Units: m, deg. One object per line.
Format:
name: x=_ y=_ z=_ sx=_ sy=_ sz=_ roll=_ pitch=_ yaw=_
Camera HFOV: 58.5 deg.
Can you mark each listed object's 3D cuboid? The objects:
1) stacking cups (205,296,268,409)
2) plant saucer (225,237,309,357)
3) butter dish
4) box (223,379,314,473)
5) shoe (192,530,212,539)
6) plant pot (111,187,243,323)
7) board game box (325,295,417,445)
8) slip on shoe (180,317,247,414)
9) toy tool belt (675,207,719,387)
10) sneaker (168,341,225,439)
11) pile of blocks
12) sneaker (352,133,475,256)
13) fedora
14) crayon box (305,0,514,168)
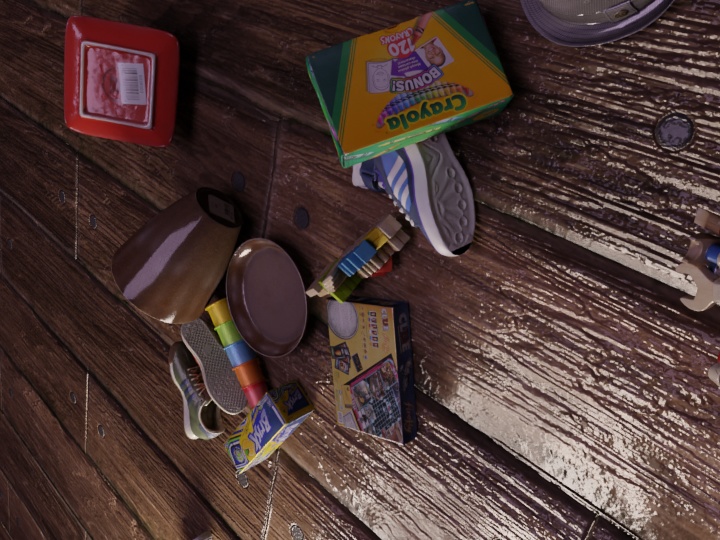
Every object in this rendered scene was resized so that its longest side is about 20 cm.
stacking cups: x=-0.211 y=0.146 z=1.144 sx=0.060 sy=0.060 sz=0.201 roll=-32 pitch=80 yaw=43
plant saucer: x=-0.151 y=0.044 z=1.073 sx=0.200 sy=0.032 sz=0.201 roll=10 pitch=106 yaw=38
butter dish: x=-0.412 y=-0.342 z=1.163 sx=0.199 sy=0.148 sz=0.201 roll=11 pitch=111 yaw=-1
box: x=-0.163 y=0.273 z=1.119 sx=0.064 sy=0.070 sz=0.200 roll=53 pitch=131 yaw=17
shoe: x=-0.347 y=0.642 z=1.392 sx=0.091 sy=0.071 sz=0.200 roll=51 pitch=135 yaw=20
plant pot: x=-0.296 y=-0.042 z=1.114 sx=0.200 sy=0.187 sz=0.187 roll=-45 pitch=69 yaw=25
board game box: x=0.015 y=0.141 z=0.941 sx=0.135 sy=0.035 sz=0.201 roll=5 pitch=104 yaw=43
slip on shoe: x=-0.273 y=0.179 z=1.214 sx=0.200 sy=0.074 sz=0.061 roll=56 pitch=166 yaw=10
toy tool belt: x=0.341 y=-0.004 z=0.555 sx=0.123 sy=0.124 sz=0.201 roll=-120 pitch=41 yaw=-60
sneaker: x=-0.311 y=0.235 z=1.262 sx=0.090 sy=0.067 sz=0.201 roll=-6 pitch=96 yaw=37
pile of blocks: x=0.000 y=0.000 z=0.890 sx=0.062 sy=0.082 sz=0.200 roll=42 pitch=136 yaw=-9
sneaker: x=0.057 y=-0.106 z=0.820 sx=0.146 sy=0.080 sz=0.201 roll=-14 pitch=97 yaw=56
fedora: x=0.213 y=-0.307 z=0.601 sx=0.200 sy=0.090 sz=0.178 roll=5 pitch=103 yaw=43
crayon box: x=0.053 y=-0.206 z=0.716 sx=0.058 sy=0.199 sz=0.119 roll=104 pitch=146 yaw=-84
